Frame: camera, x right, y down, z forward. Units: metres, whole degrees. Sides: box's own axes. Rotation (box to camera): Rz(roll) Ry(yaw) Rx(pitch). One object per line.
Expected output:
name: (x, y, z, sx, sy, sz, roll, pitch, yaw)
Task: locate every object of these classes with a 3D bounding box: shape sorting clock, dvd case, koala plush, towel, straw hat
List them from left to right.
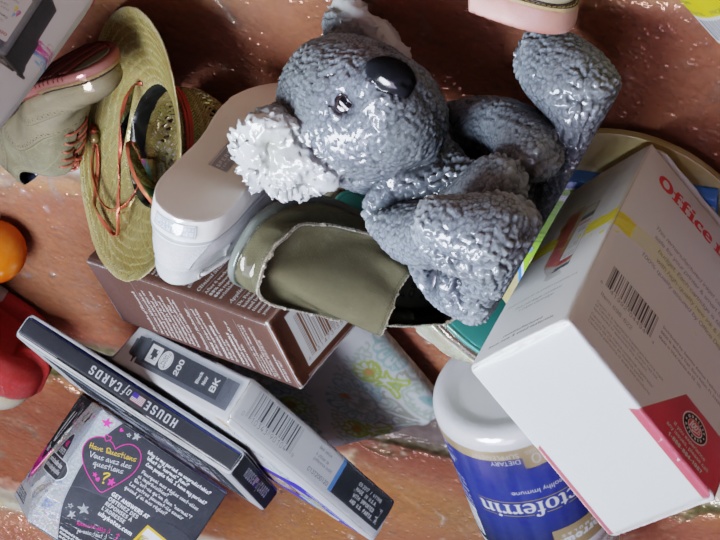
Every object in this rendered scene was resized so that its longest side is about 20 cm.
dvd case: (-0.161, 0.111, 1.406, 0.199, 0.025, 0.150, 32, 169, 15)
straw hat: (-0.128, -0.089, 1.294, 0.085, 0.202, 0.201, -2, 151, -28)
towel: (-0.054, 0.074, 1.471, 0.199, 0.048, 0.171, -18, 127, 41)
koala plush: (0.029, -0.077, 1.149, 0.199, 0.178, 0.184, 30, 156, 4)
shape sorting clock: (0.178, -0.012, 1.252, 0.199, 0.039, 0.201, 12, 126, 17)

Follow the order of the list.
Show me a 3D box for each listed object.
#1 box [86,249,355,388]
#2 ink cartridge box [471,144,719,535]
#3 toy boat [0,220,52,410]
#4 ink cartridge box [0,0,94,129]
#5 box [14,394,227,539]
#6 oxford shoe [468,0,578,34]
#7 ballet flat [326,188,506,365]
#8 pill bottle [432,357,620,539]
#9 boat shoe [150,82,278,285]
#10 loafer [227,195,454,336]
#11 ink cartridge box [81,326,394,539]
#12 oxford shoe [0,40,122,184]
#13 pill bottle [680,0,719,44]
box: (-0.094, 0.006, 1.329, 0.199, 0.100, 0.075, 19, 146, 40)
ink cartridge box: (0.171, 0.040, 1.137, 0.083, 0.200, 0.145, -30, 106, 40)
toy boat: (-0.325, 0.012, 1.515, 0.200, 0.131, 0.131, 35, 110, -12)
ink cartridge box: (-0.267, -0.172, 1.194, 0.147, 0.201, 0.086, 36, 140, -13)
box: (-0.210, 0.189, 1.567, 0.132, 0.115, 0.200, 36, 171, -11)
oxford shoe: (0.045, -0.210, 1.101, 0.199, 0.071, 0.074, 19, 120, 4)
ballet flat: (0.045, 0.012, 1.342, 0.200, 0.068, 0.062, 41, 150, -2)
pill bottle: (0.133, 0.150, 1.397, 0.115, 0.116, 0.201, 2, 136, 27)
boat shoe: (-0.076, -0.057, 1.211, 0.072, 0.200, 0.069, 22, 129, 8)
loafer: (0.000, 0.000, 1.213, 0.070, 0.199, 0.076, 41, 115, 40)
ink cartridge box: (-0.095, 0.118, 1.416, 0.199, 0.044, 0.198, 20, 162, 46)
oxford shoe: (-0.212, -0.111, 1.314, 0.200, 0.070, 0.075, -14, 109, 59)
pill bottle: (0.185, -0.211, 0.973, 0.200, 0.112, 0.111, 44, 138, -20)
